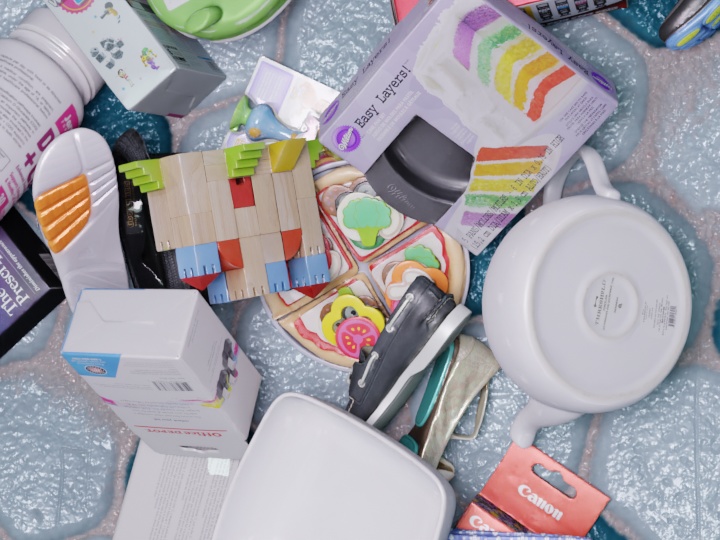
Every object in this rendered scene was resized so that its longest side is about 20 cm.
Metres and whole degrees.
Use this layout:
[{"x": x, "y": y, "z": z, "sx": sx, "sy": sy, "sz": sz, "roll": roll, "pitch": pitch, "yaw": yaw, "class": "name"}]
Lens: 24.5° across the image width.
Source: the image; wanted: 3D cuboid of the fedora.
[{"x": -0.159, "y": -0.036, "z": 1.511, "sx": 0.091, "sy": 0.200, "sz": 0.203, "roll": -14, "pitch": 88, "yaw": -20, "class": "fedora"}]

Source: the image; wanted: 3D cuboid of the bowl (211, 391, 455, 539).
[{"x": -0.017, "y": 0.225, "z": 1.445, "sx": 0.199, "sy": 0.074, "sz": 0.202, "roll": 29, "pitch": 101, "yaw": 25, "class": "bowl"}]

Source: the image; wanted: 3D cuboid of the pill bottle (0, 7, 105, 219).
[{"x": -0.323, "y": -0.137, "z": 1.508, "sx": 0.113, "sy": 0.114, "sz": 0.201, "roll": 31, "pitch": 64, "yaw": 8, "class": "pill bottle"}]

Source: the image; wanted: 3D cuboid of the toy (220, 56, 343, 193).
[{"x": -0.030, "y": -0.105, "z": 1.525, "sx": 0.199, "sy": 0.047, "sz": 0.116, "roll": 26, "pitch": 97, "yaw": 10, "class": "toy"}]

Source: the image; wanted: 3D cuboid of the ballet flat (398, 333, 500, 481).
[{"x": 0.070, "y": 0.156, "z": 1.504, "sx": 0.062, "sy": 0.067, "sz": 0.201, "roll": 24, "pitch": 97, "yaw": -13, "class": "ballet flat"}]

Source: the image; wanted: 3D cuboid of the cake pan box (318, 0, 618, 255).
[{"x": 0.088, "y": -0.133, "z": 1.413, "sx": 0.184, "sy": 0.052, "sz": 0.200, "roll": 36, "pitch": 116, "yaw": -16, "class": "cake pan box"}]

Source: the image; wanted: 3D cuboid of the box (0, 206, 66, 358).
[{"x": -0.390, "y": -0.014, "z": 1.578, "sx": 0.141, "sy": 0.079, "sz": 0.200, "roll": -42, "pitch": 84, "yaw": 11, "class": "box"}]

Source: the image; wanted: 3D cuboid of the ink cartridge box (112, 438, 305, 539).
[{"x": -0.141, "y": 0.252, "z": 1.550, "sx": 0.175, "sy": 0.045, "sz": 0.202, "roll": 17, "pitch": 94, "yaw": 10, "class": "ink cartridge box"}]

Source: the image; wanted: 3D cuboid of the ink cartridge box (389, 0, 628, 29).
[{"x": 0.124, "y": -0.256, "z": 1.430, "sx": 0.198, "sy": 0.176, "sz": 0.085, "roll": -12, "pitch": 87, "yaw": 11, "class": "ink cartridge box"}]

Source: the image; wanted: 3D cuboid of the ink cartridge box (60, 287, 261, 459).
[{"x": -0.163, "y": 0.093, "z": 1.452, "sx": 0.114, "sy": 0.200, "sz": 0.068, "roll": 2, "pitch": 60, "yaw": 20, "class": "ink cartridge box"}]

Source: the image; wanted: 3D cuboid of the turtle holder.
[{"x": -0.110, "y": -0.291, "z": 1.495, "sx": 0.140, "sy": 0.132, "sz": 0.186, "roll": 35, "pitch": 96, "yaw": 9, "class": "turtle holder"}]

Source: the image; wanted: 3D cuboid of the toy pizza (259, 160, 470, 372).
[{"x": 0.000, "y": 0.000, "z": 1.504, "sx": 0.198, "sy": 0.032, "sz": 0.202, "roll": 2, "pitch": 105, "yaw": 6, "class": "toy pizza"}]

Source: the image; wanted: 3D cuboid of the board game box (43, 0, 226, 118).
[{"x": -0.224, "y": -0.236, "z": 1.509, "sx": 0.064, "sy": 0.147, "sz": 0.201, "roll": -39, "pitch": 84, "yaw": 10, "class": "board game box"}]

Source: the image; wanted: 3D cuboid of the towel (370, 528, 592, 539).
[{"x": 0.106, "y": 0.302, "z": 1.466, "sx": 0.198, "sy": 0.024, "sz": 0.147, "roll": 1, "pitch": 91, "yaw": 11, "class": "towel"}]

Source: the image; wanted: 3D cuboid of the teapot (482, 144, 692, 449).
[{"x": 0.181, "y": 0.024, "z": 1.446, "sx": 0.200, "sy": 0.146, "sz": 0.198, "roll": -39, "pitch": 105, "yaw": -17, "class": "teapot"}]

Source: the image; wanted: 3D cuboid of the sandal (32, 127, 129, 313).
[{"x": -0.263, "y": -0.042, "z": 1.535, "sx": 0.078, "sy": 0.059, "sz": 0.208, "roll": -17, "pitch": 125, "yaw": -20, "class": "sandal"}]

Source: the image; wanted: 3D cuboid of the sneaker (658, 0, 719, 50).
[{"x": 0.307, "y": -0.286, "z": 1.455, "sx": 0.082, "sy": 0.071, "sz": 0.201, "roll": 23, "pitch": 90, "yaw": 14, "class": "sneaker"}]

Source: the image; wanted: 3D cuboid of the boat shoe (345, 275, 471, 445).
[{"x": 0.025, "y": 0.087, "z": 1.487, "sx": 0.060, "sy": 0.076, "sz": 0.201, "roll": 42, "pitch": 117, "yaw": 10, "class": "boat shoe"}]

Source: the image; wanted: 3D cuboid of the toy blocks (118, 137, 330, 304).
[{"x": -0.103, "y": -0.034, "z": 1.421, "sx": 0.099, "sy": 0.199, "sz": 0.138, "roll": -9, "pitch": 91, "yaw": 44, "class": "toy blocks"}]

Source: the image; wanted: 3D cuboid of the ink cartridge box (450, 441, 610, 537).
[{"x": 0.129, "y": 0.263, "z": 1.498, "sx": 0.108, "sy": 0.050, "sz": 0.201, "roll": 33, "pitch": 97, "yaw": 9, "class": "ink cartridge box"}]
